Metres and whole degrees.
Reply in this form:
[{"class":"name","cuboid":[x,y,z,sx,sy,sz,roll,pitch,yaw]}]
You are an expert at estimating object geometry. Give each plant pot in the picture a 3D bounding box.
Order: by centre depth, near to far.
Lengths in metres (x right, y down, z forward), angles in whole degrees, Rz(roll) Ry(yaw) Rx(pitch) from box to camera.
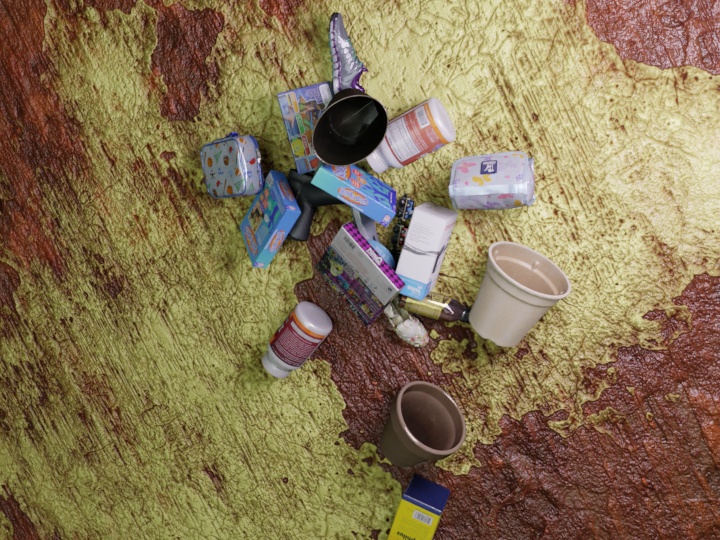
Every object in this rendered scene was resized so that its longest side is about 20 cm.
[{"class":"plant pot","cuboid":[0.343,0.066,1.548,0.200,0.200,0.184,31,121,11]},{"class":"plant pot","cuboid":[0.138,0.407,1.705,0.200,0.200,0.175,41,130,7]}]

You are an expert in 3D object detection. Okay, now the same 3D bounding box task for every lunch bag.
[{"class":"lunch bag","cuboid":[0.292,-0.193,1.488,0.169,0.200,0.127,-2,102,21]},{"class":"lunch bag","cuboid":[-0.325,-0.267,1.730,0.200,0.075,0.161,1,102,46]}]

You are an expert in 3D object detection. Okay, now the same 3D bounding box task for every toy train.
[{"class":"toy train","cuboid":[0.101,-0.090,1.671,0.046,0.034,0.200,14,107,13]}]

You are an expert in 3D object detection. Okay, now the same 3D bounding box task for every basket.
[{"class":"basket","cuboid":[-0.023,-0.338,1.540,0.180,0.200,0.136,-36,110,15]}]

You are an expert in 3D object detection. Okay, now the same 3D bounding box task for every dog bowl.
[{"class":"dog bowl","cuboid":[0.000,0.000,1.671,0.111,0.050,0.200,45,141,-8]}]

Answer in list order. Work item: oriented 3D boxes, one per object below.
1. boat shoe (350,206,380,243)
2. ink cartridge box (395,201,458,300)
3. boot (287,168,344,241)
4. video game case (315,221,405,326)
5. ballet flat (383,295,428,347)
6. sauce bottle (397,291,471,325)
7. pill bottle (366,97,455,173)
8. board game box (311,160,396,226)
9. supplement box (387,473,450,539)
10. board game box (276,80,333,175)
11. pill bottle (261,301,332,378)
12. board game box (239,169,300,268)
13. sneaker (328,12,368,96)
[{"class":"boat shoe","cuboid":[0.004,-0.085,1.684,0.066,0.070,0.200,-8,116,28]},{"class":"ink cartridge box","cuboid":[0.152,-0.048,1.601,0.084,0.145,0.200,21,109,14]},{"class":"boot","cuboid":[-0.117,-0.150,1.711,0.200,0.076,0.168,21,105,22]},{"class":"video game case","cuboid":[-0.004,0.012,1.601,0.200,0.036,0.181,48,140,10]},{"class":"ballet flat","cuboid":[0.093,0.118,1.706,0.076,0.064,0.200,-40,88,22]},{"class":"sauce bottle","cuboid":[0.193,0.089,1.656,0.200,0.066,0.066,16,108,2]},{"class":"pill bottle","cuboid":[0.109,-0.307,1.576,0.200,0.112,0.112,-25,93,24]},{"class":"board game box","cuboid":[-0.011,-0.195,1.587,0.200,0.152,0.045,29,115,-11]},{"class":"supplement box","cuboid":[0.146,0.663,1.788,0.109,0.109,0.200,21,108,14]},{"class":"board game box","cuboid":[-0.113,-0.346,1.657,0.135,0.034,0.200,-15,97,-7]},{"class":"pill bottle","cuboid":[-0.173,0.187,1.791,0.113,0.113,0.200,42,112,7]},{"class":"board game box","cuboid":[-0.232,-0.128,1.717,0.200,0.045,0.152,-53,45,33]},{"class":"sneaker","cuboid":[-0.025,-0.506,1.608,0.087,0.074,0.200,0,114,10]}]
